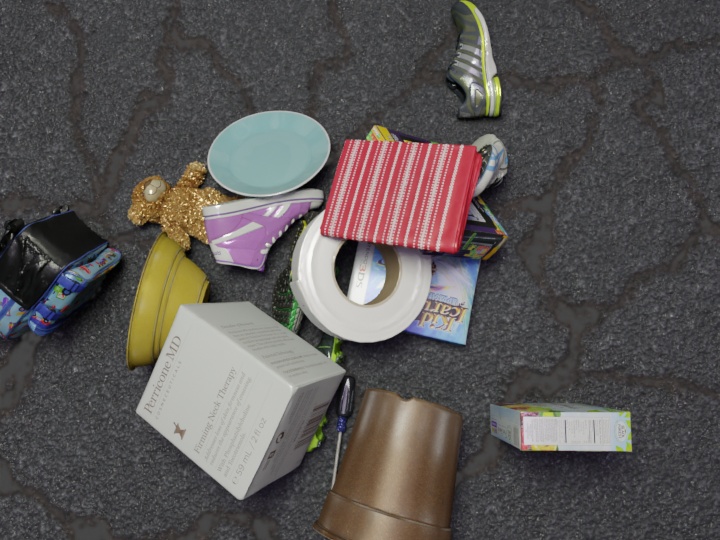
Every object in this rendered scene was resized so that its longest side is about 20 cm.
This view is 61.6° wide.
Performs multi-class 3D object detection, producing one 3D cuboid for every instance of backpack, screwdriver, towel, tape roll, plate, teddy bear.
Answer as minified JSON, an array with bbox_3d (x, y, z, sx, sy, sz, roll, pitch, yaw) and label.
[{"bbox_3d":[-0.481,0.023,0.897,0.134,0.183,0.200,41,99,-10],"label":"backpack"},{"bbox_3d":[-0.033,0.263,0.920,0.027,0.029,0.205,8,77,2],"label":"screwdriver"},{"bbox_3d":[0.051,-0.100,0.790,0.195,0.022,0.148,9,73,25],"label":"towel"},{"bbox_3d":[0.000,0.000,0.867,0.197,0.071,0.208,1,87,-16],"label":"tape roll"},{"bbox_3d":[-0.143,-0.182,0.959,0.194,0.026,0.204,-2,51,2],"label":"plate"},{"bbox_3d":[-0.272,-0.099,0.961,0.198,0.067,0.146,35,82,5],"label":"teddy bear"}]

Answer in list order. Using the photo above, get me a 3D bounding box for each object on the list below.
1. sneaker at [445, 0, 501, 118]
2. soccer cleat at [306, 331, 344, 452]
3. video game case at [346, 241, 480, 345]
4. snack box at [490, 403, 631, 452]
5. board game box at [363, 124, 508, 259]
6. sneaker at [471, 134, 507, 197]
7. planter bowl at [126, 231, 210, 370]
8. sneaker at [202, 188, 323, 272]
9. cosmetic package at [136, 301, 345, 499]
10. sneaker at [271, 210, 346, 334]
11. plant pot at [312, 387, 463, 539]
[{"bbox_3d":[0.173,-0.343,0.986,0.079,0.074,0.205,-13,80,2],"label":"sneaker"},{"bbox_3d":[-0.076,0.171,0.921,0.079,0.068,0.205,13,84,9],"label":"soccer cleat"},{"bbox_3d":[0.085,0.006,0.950,0.195,0.045,0.186,12,83,3],"label":"video game case"},{"bbox_3d":[0.267,0.214,0.838,0.138,0.200,0.055,1,81,1],"label":"snack box"},{"bbox_3d":[0.104,-0.110,0.881,0.057,0.163,0.202,-49,56,32],"label":"board game box"},{"bbox_3d":[0.189,-0.149,0.904,0.071,0.201,0.073,-34,101,30],"label":"sneaker"},{"bbox_3d":[-0.269,0.053,0.882,0.081,0.200,0.206,13,82,-9],"label":"planter bowl"},{"bbox_3d":[-0.142,-0.062,0.946,0.196,0.072,0.117,-16,100,-23],"label":"sneaker"},{"bbox_3d":[-0.160,0.166,0.834,0.197,0.166,0.170,30,100,20],"label":"cosmetic package"},{"bbox_3d":[-0.076,0.018,0.936,0.084,0.078,0.204,19,97,-33],"label":"sneaker"},{"bbox_3d":[0.053,0.283,0.844,0.195,0.201,0.203,15,75,3],"label":"plant pot"}]
